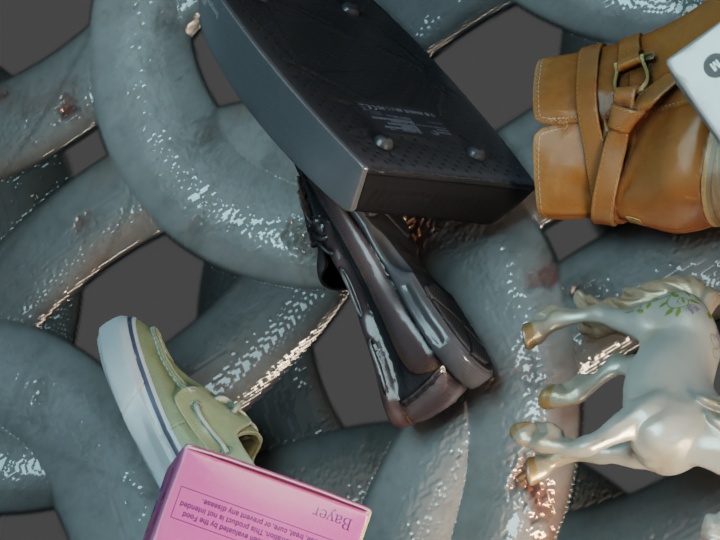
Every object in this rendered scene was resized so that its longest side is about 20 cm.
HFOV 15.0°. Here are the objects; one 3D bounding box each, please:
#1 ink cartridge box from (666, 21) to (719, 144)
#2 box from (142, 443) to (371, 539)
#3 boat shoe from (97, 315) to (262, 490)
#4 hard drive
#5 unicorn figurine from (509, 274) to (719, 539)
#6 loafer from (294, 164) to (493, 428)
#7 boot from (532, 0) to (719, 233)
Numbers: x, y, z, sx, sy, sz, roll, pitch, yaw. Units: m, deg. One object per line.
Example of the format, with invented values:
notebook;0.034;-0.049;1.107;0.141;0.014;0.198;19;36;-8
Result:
ink cartridge box;0.283;-0.080;1.338;0.199;0.041;0.200;-37;72;8
box;-0.079;0.198;1.336;0.096;0.176;0.201;19;81;-4
boat shoe;-0.083;0.102;1.499;0.062;0.072;0.200;-28;62;-1
hard drive;-0.004;-0.095;1.516;0.200;0.135;0.042;52;125;41
unicorn figurine;0.147;0.072;1.356;0.137;0.074;0.201;-8;54;16
loafer;0.000;0.000;1.497;0.063;0.072;0.200;-40;53;11
boot;0.168;-0.116;1.450;0.154;0.074;0.201;-3;64;28
